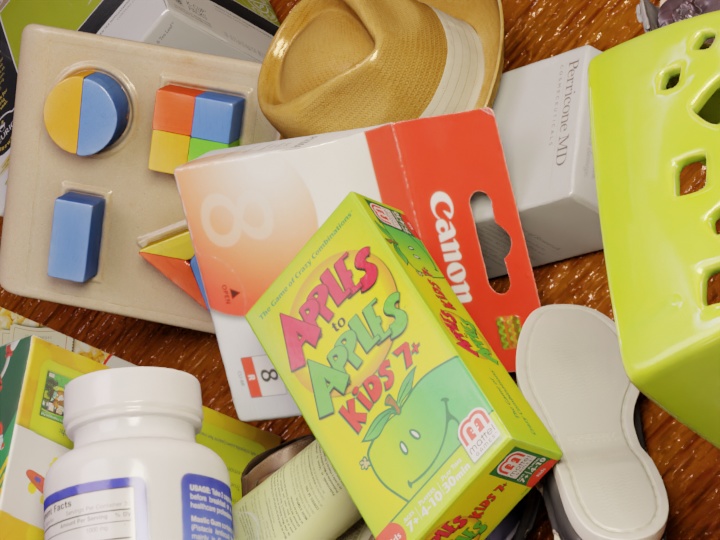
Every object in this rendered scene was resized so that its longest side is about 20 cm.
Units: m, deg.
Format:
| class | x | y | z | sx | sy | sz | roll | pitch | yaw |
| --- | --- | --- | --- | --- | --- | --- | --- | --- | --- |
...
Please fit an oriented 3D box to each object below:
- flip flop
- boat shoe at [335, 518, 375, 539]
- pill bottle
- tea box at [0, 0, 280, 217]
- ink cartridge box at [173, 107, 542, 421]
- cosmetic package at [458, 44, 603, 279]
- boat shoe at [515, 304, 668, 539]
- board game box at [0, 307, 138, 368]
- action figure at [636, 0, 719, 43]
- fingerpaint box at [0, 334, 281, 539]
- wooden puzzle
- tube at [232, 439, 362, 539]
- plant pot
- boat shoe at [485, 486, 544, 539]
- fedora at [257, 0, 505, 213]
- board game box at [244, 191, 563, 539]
| class | x | y | z | sx | sy | sz | roll | pitch | yaw |
| --- | --- | --- | --- | --- | --- | --- | --- | --- | --- |
| flip flop | -0.039 | 0.119 | 1.733 | 0.081 | 0.057 | 0.201 | 164 | 129 | -80 |
| boat shoe | -0.009 | 0.193 | 1.673 | 0.200 | 0.073 | 0.065 | -55 | 31 | -2 |
| pill bottle | -0.129 | 0.163 | 1.656 | 0.112 | 0.112 | 0.201 | -23 | 63 | 42 |
| tea box | -0.169 | -0.142 | 2.008 | 0.200 | 0.133 | 0.197 | -47 | 40 | 21 |
| ink cartridge box | 0.000 | 0.000 | 1.652 | 0.199 | 0.050 | 0.163 | -7 | 103 | 32 |
| cosmetic package | 0.083 | -0.056 | 1.695 | 0.200 | 0.074 | 0.102 | -18 | 55 | 46 |
| boat shoe | 0.127 | 0.098 | 1.558 | 0.200 | 0.074 | 0.061 | -106 | 15 | -49 |
| board game box | -0.231 | 0.071 | 1.904 | 0.151 | 0.200 | 0.047 | -6 | 65 | 50 |
| action figure | 0.220 | -0.158 | 1.557 | 0.200 | 0.069 | 0.130 | -50 | 45 | 26 |
| fingerpaint box | -0.158 | 0.155 | 1.763 | 0.073 | 0.200 | 0.168 | -17 | 58 | 48 |
| wooden puzzle | -0.149 | -0.056 | 1.873 | 0.199 | 0.046 | 0.186 | 12 | 105 | 17 |
| tube | -0.008 | 0.116 | 1.639 | 0.200 | 0.052 | 0.058 | -41 | 0 | 23 |
| plant pot | 0.244 | -0.023 | 1.377 | 0.181 | 0.200 | 0.200 | -28 | 49 | 30 |
| boat shoe | 0.044 | 0.172 | 1.601 | 0.200 | 0.074 | 0.062 | -57 | -6 | 6 |
| fedora | -0.001 | -0.116 | 1.707 | 0.200 | 0.082 | 0.201 | -31 | 44 | 35 |
| board game box | 0.020 | 0.062 | 1.563 | 0.102 | 0.048 | 0.200 | -49 | 49 | 20 |
